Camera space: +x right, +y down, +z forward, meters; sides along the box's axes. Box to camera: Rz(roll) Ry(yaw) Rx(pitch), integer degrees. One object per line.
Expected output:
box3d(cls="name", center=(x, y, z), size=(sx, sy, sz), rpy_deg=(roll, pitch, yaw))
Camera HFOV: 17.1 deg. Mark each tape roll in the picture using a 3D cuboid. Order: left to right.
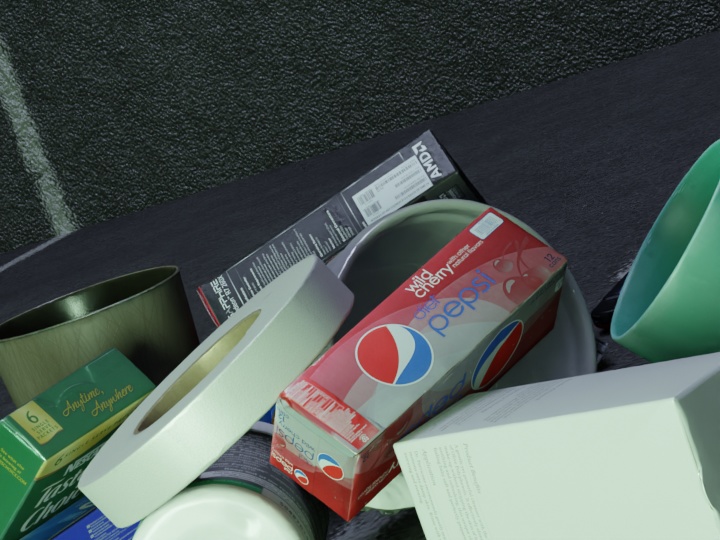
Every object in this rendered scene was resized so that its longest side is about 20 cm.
box3d(cls="tape roll", center=(-0.086, 0.071, 1.436), size=(0.203, 0.037, 0.203), rpy_deg=(-43, 7, 6))

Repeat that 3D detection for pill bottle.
box3d(cls="pill bottle", center=(-0.077, 0.162, 1.481), size=(0.113, 0.113, 0.200), rpy_deg=(-20, 9, 7))

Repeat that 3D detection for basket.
box3d(cls="basket", center=(-0.159, 0.114, 1.669), size=(0.136, 0.201, 0.180), rpy_deg=(-26, 9, -33))

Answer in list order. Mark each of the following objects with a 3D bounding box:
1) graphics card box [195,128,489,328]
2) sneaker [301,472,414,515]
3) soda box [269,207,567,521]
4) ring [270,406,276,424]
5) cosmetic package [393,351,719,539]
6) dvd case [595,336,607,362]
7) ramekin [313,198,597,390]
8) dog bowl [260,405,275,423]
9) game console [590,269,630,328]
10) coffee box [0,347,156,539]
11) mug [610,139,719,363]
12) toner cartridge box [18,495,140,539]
box3d(cls="graphics card box", center=(0.000, 0.000, 1.673), size=(0.200, 0.125, 0.051), rpy_deg=(-35, 53, 4))
box3d(cls="sneaker", center=(0.062, 0.109, 1.448), size=(0.199, 0.080, 0.074), rpy_deg=(8, 12, -6))
box3d(cls="soda box", center=(0.035, 0.053, 1.399), size=(0.200, 0.063, 0.070), rpy_deg=(-40, -26, -32))
box3d(cls="ring", center=(0.022, 0.072, 1.724), size=(0.200, 0.019, 0.201), rpy_deg=(-23, -29, -14))
box3d(cls="cosmetic package", center=(0.128, 0.116, 1.312), size=(0.200, 0.108, 0.085), rpy_deg=(-11, 11, 40))
box3d(cls="dvd case", center=(0.086, 0.013, 1.844), size=(0.022, 0.200, 0.146), rpy_deg=(-62, 8, 1))
box3d(cls="ramekin", center=(0.046, 0.060, 1.574), size=(0.200, 0.201, 0.105), rpy_deg=(-25, 1, -28))
box3d(cls="dog bowl", center=(-0.060, 0.115, 1.929), size=(0.199, 0.050, 0.111), rpy_deg=(-19, 9, 15))
box3d(cls="game console", center=(0.273, -0.051, 1.941), size=(0.172, 0.119, 0.200), rpy_deg=(-16, 10, 27))
box3d(cls="coffee box", center=(-0.217, 0.149, 1.552), size=(0.123, 0.044, 0.200), rpy_deg=(-33, -20, -53))
box3d(cls="mug", center=(0.258, -0.006, 1.558), size=(0.185, 0.114, 0.152), rpy_deg=(-59, 5, 26))
box3d(cls="toner cartridge box", center=(-0.177, 0.204, 1.521), size=(0.043, 0.095, 0.200), rpy_deg=(-16, 9, 36))
